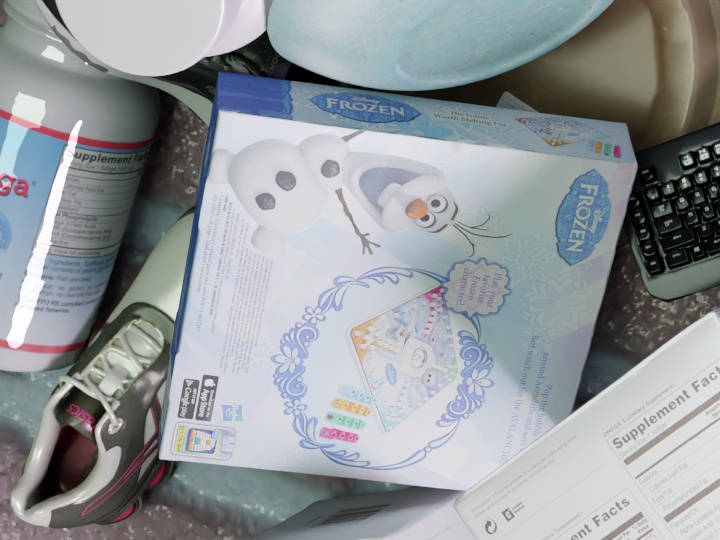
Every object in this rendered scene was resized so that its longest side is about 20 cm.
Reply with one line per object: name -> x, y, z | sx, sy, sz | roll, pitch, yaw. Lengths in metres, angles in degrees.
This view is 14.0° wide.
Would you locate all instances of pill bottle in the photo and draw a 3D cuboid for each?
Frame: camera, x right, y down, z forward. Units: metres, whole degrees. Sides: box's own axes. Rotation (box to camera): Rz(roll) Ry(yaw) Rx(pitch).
pill bottle -> -0.070, -0.166, 1.354 | 0.111, 0.200, 0.113 | 8, 119, 15
pill bottle -> -0.168, -0.057, 1.521 | 0.108, 0.109, 0.201 | 24, 108, 19

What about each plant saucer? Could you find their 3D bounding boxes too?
plant saucer -> 0.057, -0.126, 1.323 | 0.201, 0.201, 0.039 | -32, 69, 25
plant saucer -> 0.090, -0.104, 1.441 | 0.199, 0.029, 0.201 | 4, 101, 23

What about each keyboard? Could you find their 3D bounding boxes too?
keyboard -> 0.211, -0.064, 1.359 | 0.199, 0.040, 0.105 | -20, 74, 13

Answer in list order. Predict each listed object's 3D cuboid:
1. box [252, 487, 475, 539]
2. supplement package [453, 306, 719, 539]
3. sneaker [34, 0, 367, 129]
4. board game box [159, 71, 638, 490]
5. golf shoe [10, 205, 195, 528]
box -> 0.013, 0.221, 1.470 | 0.097, 0.124, 0.201 | -10, 94, 26
supplement package -> 0.163, 0.089, 1.344 | 0.156, 0.200, 0.111 | -39, 83, 24
sneaker -> -0.067, -0.115, 1.435 | 0.200, 0.076, 0.087 | 34, 158, -20
board game box -> 0.014, 0.011, 1.406 | 0.198, 0.043, 0.201 | 8, 122, -8
golf shoe -> -0.113, 0.056, 1.529 | 0.077, 0.088, 0.201 | 35, 110, 17
